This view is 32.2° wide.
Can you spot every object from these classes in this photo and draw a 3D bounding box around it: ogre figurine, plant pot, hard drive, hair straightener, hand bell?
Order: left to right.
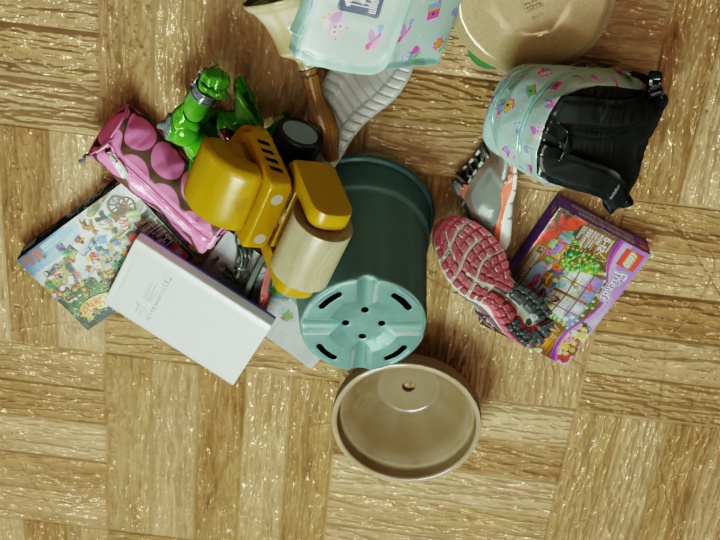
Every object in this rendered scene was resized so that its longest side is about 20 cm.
[{"bbox_3d":[-0.219,0.050,1.591,0.199,0.025,0.132,33,131,-4],"label":"hard drive"},{"bbox_3d":[-0.157,-0.159,1.485,0.119,0.099,0.200,-21,162,22],"label":"ogre figurine"},{"bbox_3d":[-0.148,0.014,1.570,0.076,0.041,0.201,24,136,6],"label":"hair straightener"},{"bbox_3d":[-0.056,-0.220,1.422,0.103,0.104,0.202,-12,111,12],"label":"hand bell"},{"bbox_3d":[0.000,0.000,1.496,0.198,0.197,0.202,-2,132,-3],"label":"plant pot"},{"bbox_3d":[0.063,0.181,1.685,0.198,0.093,0.203,2,123,3],"label":"plant pot"}]

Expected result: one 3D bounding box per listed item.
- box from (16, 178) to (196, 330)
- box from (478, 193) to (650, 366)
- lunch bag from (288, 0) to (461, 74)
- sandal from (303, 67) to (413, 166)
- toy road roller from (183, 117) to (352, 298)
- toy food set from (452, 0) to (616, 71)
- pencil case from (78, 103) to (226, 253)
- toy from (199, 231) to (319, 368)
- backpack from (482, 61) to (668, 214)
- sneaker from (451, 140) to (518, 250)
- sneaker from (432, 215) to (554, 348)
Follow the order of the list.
[{"bbox_3d":[-0.328,-0.025,1.622,0.199,0.038,0.137,-33,114,22],"label":"box"},{"bbox_3d":[0.258,0.015,1.596,0.136,0.039,0.201,25,120,-11],"label":"box"},{"bbox_3d":[0.019,-0.303,1.319,0.122,0.199,0.172,39,124,29],"label":"lunch bag"},{"bbox_3d":[-0.014,-0.202,1.478,0.082,0.050,0.203,41,99,-2],"label":"sandal"},{"bbox_3d":[-0.108,-0.074,1.377,0.145,0.201,0.123,2,134,-30],"label":"toy road roller"},{"bbox_3d":[0.189,-0.310,1.396,0.199,0.049,0.198,-36,113,23],"label":"toy food set"},{"bbox_3d":[-0.241,-0.107,1.531,0.200,0.094,0.091,40,103,-21],"label":"pencil case"},{"bbox_3d":[-0.111,0.031,1.629,0.199,0.047,0.115,38,128,-6],"label":"toy"},{"bbox_3d":[0.237,-0.158,1.402,0.199,0.126,0.169,-2,110,-42],"label":"backpack"},{"bbox_3d":[0.150,-0.111,1.509,0.081,0.077,0.202,7,122,8],"label":"sneaker"},{"bbox_3d":[0.152,0.018,1.542,0.081,0.075,0.200,-43,107,-11],"label":"sneaker"}]
